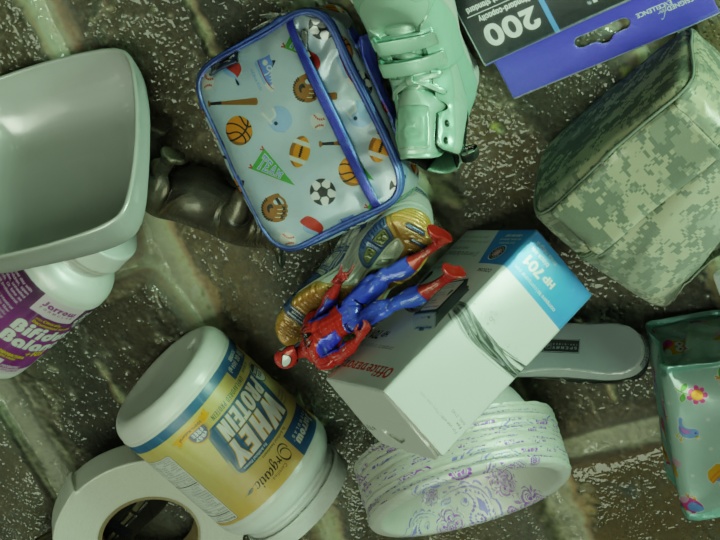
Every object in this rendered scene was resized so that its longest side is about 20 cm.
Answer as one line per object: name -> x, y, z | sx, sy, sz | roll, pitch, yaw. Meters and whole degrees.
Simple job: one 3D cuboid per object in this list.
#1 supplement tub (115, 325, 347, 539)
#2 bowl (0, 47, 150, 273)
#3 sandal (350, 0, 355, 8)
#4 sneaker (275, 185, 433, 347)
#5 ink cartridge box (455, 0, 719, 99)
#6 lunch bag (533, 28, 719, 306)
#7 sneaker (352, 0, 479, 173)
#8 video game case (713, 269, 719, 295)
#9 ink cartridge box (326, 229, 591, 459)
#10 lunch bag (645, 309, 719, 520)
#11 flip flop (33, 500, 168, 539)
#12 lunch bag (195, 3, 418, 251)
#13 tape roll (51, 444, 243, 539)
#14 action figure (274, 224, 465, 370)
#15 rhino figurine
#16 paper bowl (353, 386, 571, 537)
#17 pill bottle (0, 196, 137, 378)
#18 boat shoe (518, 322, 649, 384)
supplement tub -> -0.124, 0.167, 1.591 | 0.145, 0.145, 0.200 | -38, 108, 28
bowl -> -0.272, -0.089, 1.450 | 0.200, 0.200, 0.075 | -13, 150, 19
sandal -> 0.022, -0.252, 1.335 | 0.082, 0.050, 0.203 | -1, 151, 10
sneaker -> 0.000, 0.000, 1.499 | 0.075, 0.088, 0.200 | 38, 119, -19
ink cartridge box -> 0.170, -0.252, 1.339 | 0.198, 0.043, 0.200 | -22, 116, 22
lunch bag -> 0.266, -0.076, 1.370 | 0.168, 0.139, 0.200 | 40, 121, -13
sneaker -> 0.047, -0.159, 1.326 | 0.074, 0.118, 0.200 | -7, 151, 25
video game case -> 0.404, 0.053, 1.398 | 0.023, 0.182, 0.200 | 1, 116, 61
ink cartridge box -> 0.084, 0.060, 1.428 | 0.200, 0.146, 0.086 | -44, 106, -16
lunch bag -> 0.376, 0.122, 1.484 | 0.200, 0.122, 0.171 | -10, 112, 4
flip flop -> -0.280, 0.263, 1.736 | 0.200, 0.058, 0.081 | -43, 120, 13
lunch bag -> -0.044, -0.129, 1.407 | 0.160, 0.076, 0.200 | -24, 93, 25
tape roll -> -0.223, 0.269, 1.697 | 0.202, 0.037, 0.203 | -6, 121, -10
action figure -> -0.001, 0.033, 1.431 | 0.200, 0.066, 0.052 | -37, 152, 27
rhino figurine -> -0.120, -0.062, 1.501 | 0.200, 0.060, 0.088 | 23, 130, -7
paper bowl -> 0.092, 0.174, 1.545 | 0.200, 0.105, 0.201 | -13, 158, -5
pill bottle -> -0.307, 0.010, 1.549 | 0.112, 0.112, 0.200 | 43, 120, -15
boat shoe -> 0.174, 0.076, 1.526 | 0.200, 0.069, 0.057 | 7, 163, 20
